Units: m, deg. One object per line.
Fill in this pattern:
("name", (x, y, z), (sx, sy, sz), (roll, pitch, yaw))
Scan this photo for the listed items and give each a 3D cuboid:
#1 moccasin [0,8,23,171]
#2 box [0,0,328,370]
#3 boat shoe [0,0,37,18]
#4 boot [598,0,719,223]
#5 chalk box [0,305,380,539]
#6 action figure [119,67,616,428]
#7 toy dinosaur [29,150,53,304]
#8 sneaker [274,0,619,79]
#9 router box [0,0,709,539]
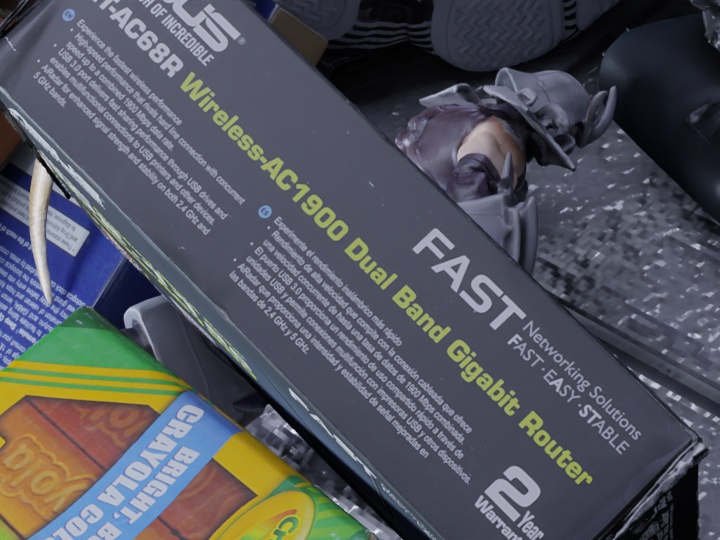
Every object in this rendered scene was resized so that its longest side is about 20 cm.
("moccasin", (-0.184, -0.009, 0.973), (0.201, 0.078, 0.074), (-53, 41, 7))
("box", (-0.103, -0.016, 0.981), (0.121, 0.032, 0.200), (31, 88, 50))
("boat shoe", (-0.119, -0.122, 1.139), (0.071, 0.063, 0.200), (-23, 37, 3))
("boot", (0.181, -0.067, 0.863), (0.200, 0.076, 0.168), (-31, 39, 5))
("chalk box", (-0.047, 0.122, 0.735), (0.125, 0.124, 0.200), (-39, 37, -15))
("action figure", (0.000, 0.000, 0.882), (0.200, 0.069, 0.130), (-36, 1, -10))
("toy dinosaur", (-0.077, -0.097, 0.939), (0.200, 0.058, 0.101), (-52, 42, 6))
("sneaker", (0.011, -0.125, 1.047), (0.200, 0.075, 0.115), (-16, 40, 21))
("router box", (0.000, 0.013, 0.743), (0.062, 0.150, 0.200), (-44, 75, -6))
